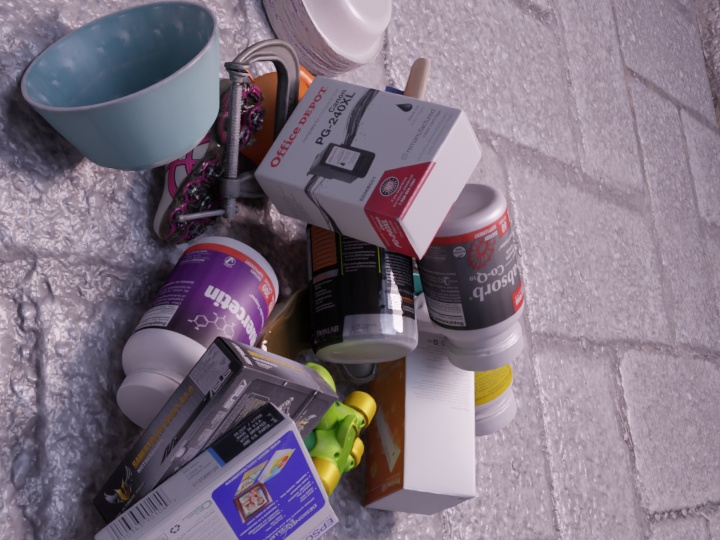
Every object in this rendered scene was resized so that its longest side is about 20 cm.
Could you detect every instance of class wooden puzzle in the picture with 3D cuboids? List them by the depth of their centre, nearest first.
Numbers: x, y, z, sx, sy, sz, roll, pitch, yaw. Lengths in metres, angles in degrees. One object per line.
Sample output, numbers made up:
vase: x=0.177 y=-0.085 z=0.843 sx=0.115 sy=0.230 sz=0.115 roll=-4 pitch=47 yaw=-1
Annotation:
wooden puzzle: x=0.031 y=-0.159 z=1.386 sx=0.046 sy=0.200 sz=0.185 roll=18 pitch=54 yaw=-6

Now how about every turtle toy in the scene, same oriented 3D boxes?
turtle toy: x=-0.055 y=0.184 z=1.145 sx=0.146 sy=0.101 sz=0.200 roll=-56 pitch=164 yaw=-47

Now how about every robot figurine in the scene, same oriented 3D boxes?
robot figurine: x=-0.077 y=-0.163 z=1.273 sx=0.200 sy=0.117 sz=0.144 roll=31 pitch=97 yaw=-44

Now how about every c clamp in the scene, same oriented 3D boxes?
c clamp: x=-0.119 y=-0.151 z=1.127 sx=0.171 sy=0.027 sz=0.200 roll=-7 pitch=108 yaw=-54

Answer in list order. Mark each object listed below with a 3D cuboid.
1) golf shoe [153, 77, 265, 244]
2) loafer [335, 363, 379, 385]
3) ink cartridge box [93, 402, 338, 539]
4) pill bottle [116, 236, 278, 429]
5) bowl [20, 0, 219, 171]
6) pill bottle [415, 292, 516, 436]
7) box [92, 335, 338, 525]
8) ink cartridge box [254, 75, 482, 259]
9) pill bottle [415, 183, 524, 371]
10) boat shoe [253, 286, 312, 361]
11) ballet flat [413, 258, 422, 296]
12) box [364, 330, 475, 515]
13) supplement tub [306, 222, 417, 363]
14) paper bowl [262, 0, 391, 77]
golf shoe: x=-0.181 y=-0.120 z=1.155 sx=0.200 sy=0.092 sz=0.073 roll=-66 pitch=148 yaw=-16
loafer: x=-0.021 y=0.043 z=1.297 sx=0.070 sy=0.070 sz=0.200 roll=119 pitch=-46 yaw=-79
ink cartridge box: x=-0.126 y=0.245 z=0.996 sx=0.198 sy=0.043 sz=0.200 roll=-37 pitch=140 yaw=-17
pill bottle: x=-0.166 y=0.066 z=1.061 sx=0.112 sy=0.112 sz=0.200 roll=52 pitch=41 yaw=-28
bowl: x=-0.220 y=-0.173 z=1.040 sx=0.201 sy=0.201 sz=0.105 roll=-64 pitch=147 yaw=-44
pill bottle: x=0.147 y=0.124 z=1.454 sx=0.114 sy=0.114 sz=0.200 roll=-54 pitch=131 yaw=-48
box: x=-0.133 y=0.167 z=0.998 sx=0.048 sy=0.200 sz=0.158 roll=43 pitch=10 yaw=34
ink cartridge box: x=0.006 y=-0.115 z=1.134 sx=0.145 sy=0.200 sz=0.083 roll=-60 pitch=147 yaw=-17
pill bottle: x=0.129 y=0.009 z=1.226 sx=0.116 sy=0.116 sz=0.200 roll=-52 pitch=134 yaw=-49
boat shoe: x=-0.095 y=0.070 z=1.196 sx=0.200 sy=0.066 sz=0.074 roll=-36 pitch=113 yaw=-65
ballet flat: x=0.041 y=-0.009 z=1.417 sx=0.200 sy=0.072 sz=0.072 roll=18 pitch=63 yaw=-59
box: x=0.074 y=0.191 z=1.309 sx=0.097 sy=0.124 sz=0.200 roll=11 pitch=64 yaw=-19
supplement tub: x=0.000 y=0.000 z=1.209 sx=0.123 sy=0.122 sz=0.200 roll=18 pitch=63 yaw=-50
paper bowl: x=-0.034 y=-0.373 z=1.427 sx=0.201 sy=0.104 sz=0.201 roll=26 pitch=56 yaw=-46
